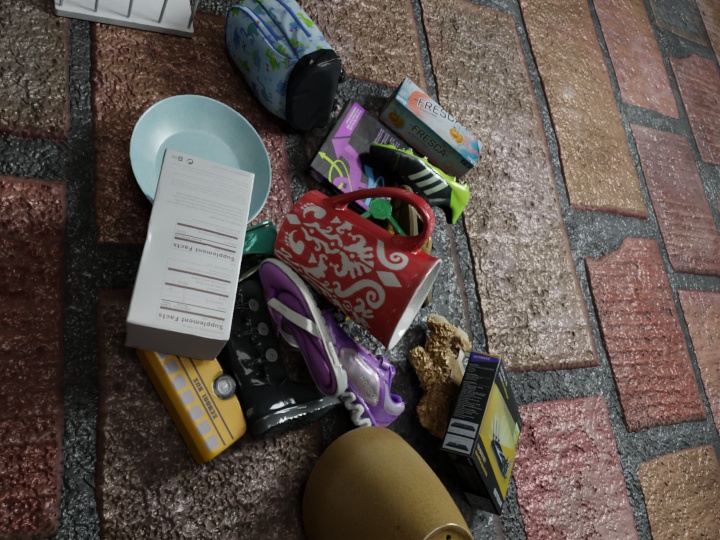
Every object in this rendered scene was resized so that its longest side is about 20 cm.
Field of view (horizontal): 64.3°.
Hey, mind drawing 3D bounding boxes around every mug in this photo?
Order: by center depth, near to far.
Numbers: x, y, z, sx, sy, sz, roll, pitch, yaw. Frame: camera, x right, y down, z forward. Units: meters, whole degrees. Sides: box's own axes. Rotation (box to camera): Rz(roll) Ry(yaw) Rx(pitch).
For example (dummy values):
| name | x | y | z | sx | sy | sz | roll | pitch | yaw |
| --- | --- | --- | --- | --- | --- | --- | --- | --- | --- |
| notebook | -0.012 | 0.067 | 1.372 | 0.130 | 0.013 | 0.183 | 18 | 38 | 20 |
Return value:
| name | x | y | z | sx | sy | sz | roll | pitch | yaw |
| --- | --- | --- | --- | --- | --- | --- | --- | --- | --- |
| mug | 0.003 | -0.027 | 0.762 | 0.197 | 0.133 | 0.181 | 32 | 87 | 13 |

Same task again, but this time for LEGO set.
| name | x | y | z | sx | sy | sz | roll | pitch | yaw |
| --- | --- | --- | --- | --- | --- | --- | --- | --- | --- |
| LEGO set | 0.000 | 0.000 | 0.890 | 0.154 | 0.117 | 0.199 | 43 | 67 | 14 |

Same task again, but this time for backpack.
| name | x | y | z | sx | sy | sz | roll | pitch | yaw |
| --- | --- | --- | --- | --- | --- | --- | --- | --- | --- |
| backpack | -0.125 | -0.341 | 0.901 | 0.149 | 0.164 | 0.206 | -15 | 73 | -19 |

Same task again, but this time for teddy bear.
| name | x | y | z | sx | sy | sz | roll | pitch | yaw |
| --- | --- | --- | --- | --- | --- | --- | --- | --- | --- |
| teddy bear | 0.131 | 0.169 | 0.922 | 0.143 | 0.066 | 0.207 | 19 | 61 | -45 |

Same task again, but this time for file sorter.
| name | x | y | z | sx | sy | sz | roll | pitch | yaw |
| --- | --- | --- | --- | --- | --- | --- | --- | --- | --- |
| file sorter | -0.334 | -0.452 | 0.828 | 0.194 | 0.124 | 0.144 | -3 | 74 | -32 |

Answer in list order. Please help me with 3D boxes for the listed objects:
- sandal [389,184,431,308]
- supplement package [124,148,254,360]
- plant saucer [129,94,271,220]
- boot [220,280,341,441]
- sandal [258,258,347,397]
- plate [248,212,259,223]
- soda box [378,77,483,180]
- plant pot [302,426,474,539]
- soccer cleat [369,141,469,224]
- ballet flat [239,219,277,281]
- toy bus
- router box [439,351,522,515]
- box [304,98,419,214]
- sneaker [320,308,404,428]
| name | x | y | z | sx | sy | sz | roll | pitch | yaw |
| --- | --- | --- | --- | --- | --- | --- | --- | --- | --- |
| sandal | 0.091 | -0.041 | 0.936 | 0.053 | 0.080 | 0.207 | -20 | 106 | -22 |
| supplement package | -0.199 | -0.013 | 0.671 | 0.106 | 0.114 | 0.207 | 12 | 67 | -19 |
| plant saucer | -0.222 | -0.145 | 0.803 | 0.195 | 0.038 | 0.208 | 11 | 67 | -28 |
| boot | -0.119 | 0.113 | 0.787 | 0.163 | 0.065 | 0.204 | 5 | 52 | -56 |
| sandal | -0.083 | 0.074 | 0.743 | 0.049 | 0.083 | 0.205 | -23 | 74 | -41 |
| plate | -0.227 | -0.147 | 0.839 | 0.194 | 0.025 | 0.207 | 11 | 67 | -27 |
| soda box | 0.132 | -0.262 | 1.074 | 0.198 | 0.068 | 0.065 | 36 | 57 | -14 |
| plant pot | 0.047 | 0.315 | 0.696 | 0.181 | 0.198 | 0.194 | -2 | 94 | -26 |
| soccer cleat | 0.095 | -0.144 | 0.951 | 0.195 | 0.067 | 0.083 | 25 | 91 | -18 |
| ballet flat | -0.193 | -0.014 | 0.785 | 0.196 | 0.067 | 0.073 | -19 | 89 | -34 |
| toy bus | -0.216 | 0.129 | 0.717 | 0.077 | 0.065 | 0.204 | -29 | 89 | -33 |
| router box | 0.190 | 0.249 | 0.867 | 0.160 | 0.051 | 0.202 | -64 | 142 | -32 |
| box | 0.021 | -0.169 | 0.973 | 0.198 | 0.036 | 0.146 | 35 | 73 | -17 |
| sneaker | 0.001 | 0.139 | 0.812 | 0.086 | 0.081 | 0.205 | -27 | 100 | -1 |
